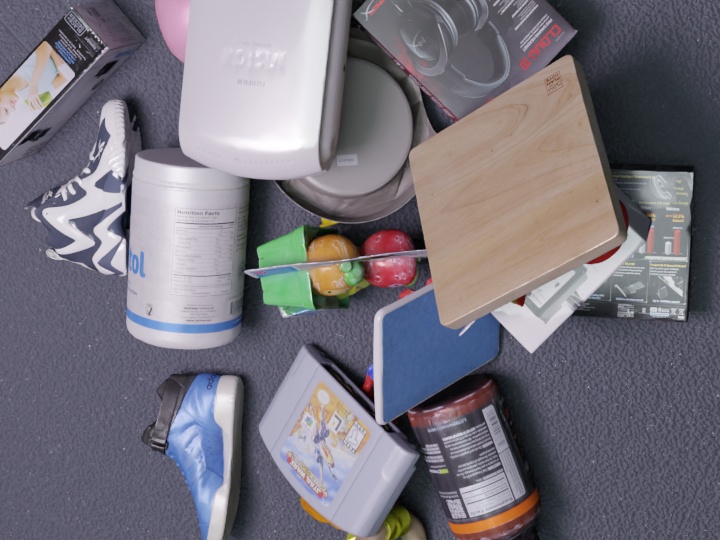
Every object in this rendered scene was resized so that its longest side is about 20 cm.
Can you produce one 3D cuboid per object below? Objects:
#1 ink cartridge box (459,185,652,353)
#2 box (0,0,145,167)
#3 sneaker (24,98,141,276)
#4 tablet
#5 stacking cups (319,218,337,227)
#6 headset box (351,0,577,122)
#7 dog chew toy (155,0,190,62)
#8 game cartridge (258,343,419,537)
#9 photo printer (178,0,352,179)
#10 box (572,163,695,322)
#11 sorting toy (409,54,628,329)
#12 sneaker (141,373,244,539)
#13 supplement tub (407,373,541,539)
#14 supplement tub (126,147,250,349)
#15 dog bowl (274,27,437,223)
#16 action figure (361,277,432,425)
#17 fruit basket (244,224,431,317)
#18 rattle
[{"bbox_3d":[0.196,0.008,1.404,0.068,0.116,0.200,45,109,3],"label":"ink cartridge box"},{"bbox_3d":[-0.340,-0.206,1.552,0.200,0.117,0.060,-41,92,18],"label":"box"},{"bbox_3d":[-0.319,-0.096,1.587,0.128,0.080,0.201,5,113,5],"label":"sneaker"},{"bbox_3d":[0.082,0.067,1.457,0.014,0.199,0.132,20,123,39],"label":"tablet"},{"bbox_3d":[-0.050,-0.149,1.515,0.060,0.060,0.202,-18,97,17],"label":"stacking cups"},{"bbox_3d":[0.109,-0.241,1.417,0.200,0.077,0.149,44,95,-7],"label":"headset box"},{"bbox_3d":[-0.113,-0.288,1.476,0.198,0.125,0.126,-17,98,9],"label":"dog chew toy"},{"bbox_3d":[-0.031,0.193,1.552,0.200,0.041,0.134,42,108,35],"label":"game cartridge"},{"bbox_3d":[-0.095,-0.191,1.377,0.164,0.069,0.203,8,95,17],"label":"photo printer"},{"bbox_3d":[0.247,-0.032,1.470,0.197,0.050,0.160,2,102,14],"label":"box"},{"bbox_3d":[0.157,-0.065,1.331,0.199,0.069,0.201,-29,55,31],"label":"sorting toy"},{"bbox_3d":[-0.197,0.217,1.625,0.110,0.077,0.203,4,99,8],"label":"sneaker"},{"bbox_3d":[0.131,0.223,1.528,0.106,0.107,0.202,-19,97,18],"label":"supplement tub"},{"bbox_3d":[-0.190,-0.025,1.544,0.130,0.132,0.203,7,103,13],"label":"supplement tub"},{"bbox_3d":[-0.018,-0.148,1.468,0.198,0.059,0.203,0,88,-12],"label":"dog bowl"},{"bbox_3d":[0.050,0.082,1.513,0.066,0.051,0.201,60,143,37],"label":"action figure"},{"bbox_3d":[0.000,0.000,1.472,0.198,0.185,0.095,-2,89,16],"label":"fruit basket"},{"bbox_3d":[0.009,0.357,1.611,0.141,0.131,0.201,-3,128,26],"label":"rattle"}]
